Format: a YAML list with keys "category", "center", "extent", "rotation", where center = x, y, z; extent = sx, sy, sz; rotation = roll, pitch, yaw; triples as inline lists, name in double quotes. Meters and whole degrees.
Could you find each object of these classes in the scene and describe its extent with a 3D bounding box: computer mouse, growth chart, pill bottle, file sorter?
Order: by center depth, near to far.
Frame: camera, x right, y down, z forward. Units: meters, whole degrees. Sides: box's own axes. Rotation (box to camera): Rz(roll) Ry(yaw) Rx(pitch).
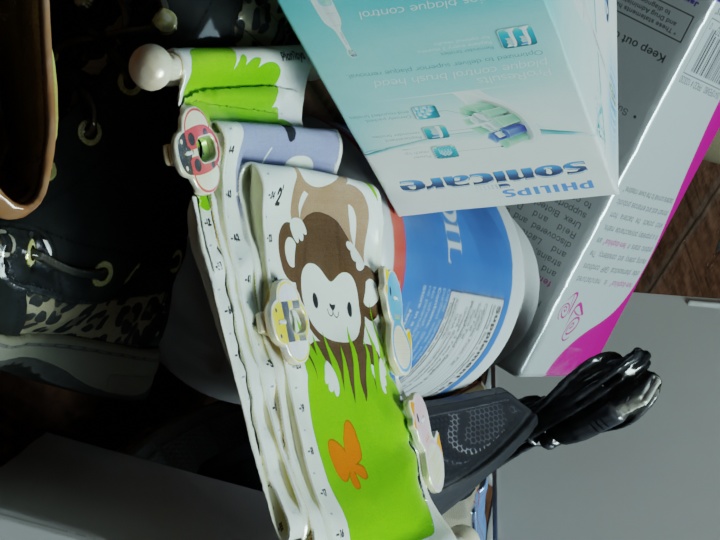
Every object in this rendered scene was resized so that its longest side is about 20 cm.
- category: "growth chart"
  center: [-0.012, 0.018, 0.660]
  extent: [0.145, 0.018, 0.200]
  rotation: [-29, 104, -65]
- category: "pill bottle"
  center: [0.000, 0.000, 0.832]
  extent: [0.112, 0.112, 0.200]
  rotation: [-63, 157, 9]
- category: "computer mouse"
  center: [0.023, 0.085, 0.849]
  extent: [0.200, 0.053, 0.138]
  rotation: [-9, 167, -39]
- category: "file sorter"
  center: [0.133, 0.126, 1.099]
  extent: [0.125, 0.139, 0.200]
  rotation: [96, -3, -49]

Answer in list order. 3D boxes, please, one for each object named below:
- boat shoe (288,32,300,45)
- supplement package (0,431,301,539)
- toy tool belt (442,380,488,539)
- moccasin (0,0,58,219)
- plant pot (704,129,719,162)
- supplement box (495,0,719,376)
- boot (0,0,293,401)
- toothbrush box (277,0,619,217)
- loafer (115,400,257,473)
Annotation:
- category: "boat shoe"
  center: [0.039, -0.116, 0.834]
  extent: [0.201, 0.061, 0.072]
  rotation: [-29, 142, -49]
- category: "supplement package"
  center: [-0.088, 0.173, 0.696]
  extent: [0.120, 0.121, 0.200]
  rotation: [-49, 154, -82]
- category: "toy tool belt"
  center: [0.022, 0.145, 1.032]
  extent: [0.123, 0.125, 0.200]
  rotation: [-36, 149, -27]
- category: "moccasin"
  center: [-0.107, -0.109, 0.501]
  extent: [0.074, 0.078, 0.202]
  rotation: [-18, 114, -50]
- category: "plant pot"
  center: [0.266, -0.135, 1.159]
  extent: [0.200, 0.134, 0.200]
  rotation: [-42, 150, -32]
- category: "supplement box"
  center: [0.097, -0.058, 0.966]
  extent: [0.200, 0.103, 0.101]
  rotation: [-64, 157, 8]
- category: "boot"
  center: [-0.101, -0.047, 0.642]
  extent: [0.154, 0.073, 0.204]
  rotation: [-65, 153, -1]
- category: "toothbrush box"
  center: [0.027, -0.129, 0.672]
  extent: [0.200, 0.085, 0.147]
  rotation: [60, 29, -58]
- category: "loafer"
  center: [-0.107, 0.115, 0.838]
  extent: [0.200, 0.063, 0.072]
  rotation: [-43, 118, -39]
